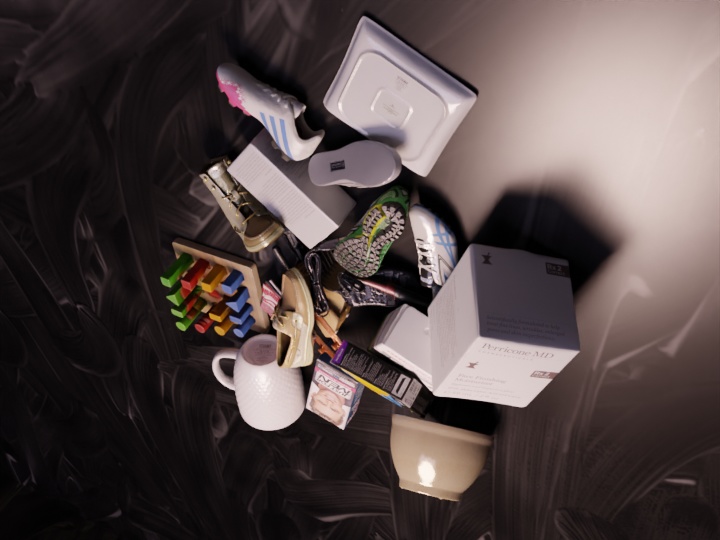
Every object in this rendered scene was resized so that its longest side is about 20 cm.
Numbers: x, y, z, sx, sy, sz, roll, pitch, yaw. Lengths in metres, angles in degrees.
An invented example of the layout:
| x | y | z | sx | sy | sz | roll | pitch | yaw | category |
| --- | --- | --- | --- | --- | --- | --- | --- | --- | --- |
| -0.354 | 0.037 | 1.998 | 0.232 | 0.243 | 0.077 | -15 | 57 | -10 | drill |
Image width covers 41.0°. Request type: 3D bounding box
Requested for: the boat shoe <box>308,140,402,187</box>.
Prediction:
| x | y | z | sx | sy | sz | roll | pitch | yaw | category |
| --- | --- | --- | --- | --- | --- | --- | --- | --- | --- |
| 0.003 | -0.161 | 1.507 | 0.199 | 0.065 | 0.073 | -6 | 90 | 49 | boat shoe |

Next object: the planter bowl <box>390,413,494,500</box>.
| x | y | z | sx | sy | sz | roll | pitch | yaw | category |
| --- | --- | --- | --- | --- | --- | --- | --- | --- | --- |
| 0.144 | 0.361 | 1.837 | 0.199 | 0.136 | 0.200 | 13 | 171 | 2 | planter bowl |

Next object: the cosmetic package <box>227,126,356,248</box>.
| x | y | z | sx | sy | sz | roll | pitch | yaw | category |
| --- | --- | --- | --- | --- | --- | --- | --- | --- | --- |
| -0.116 | -0.143 | 1.628 | 0.200 | 0.071 | 0.101 | 44 | 142 | -10 | cosmetic package |

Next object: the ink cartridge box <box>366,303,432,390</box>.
| x | y | z | sx | sy | sz | roll | pitch | yaw | category |
| --- | --- | --- | --- | --- | --- | --- | --- | --- | --- |
| 0.101 | 0.137 | 1.674 | 0.145 | 0.084 | 0.200 | 32 | 170 | -1 | ink cartridge box |

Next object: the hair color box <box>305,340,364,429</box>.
| x | y | z | sx | sy | sz | roll | pitch | yaw | category |
| --- | --- | --- | --- | --- | --- | --- | --- | --- | --- |
| -0.048 | 0.241 | 2.002 | 0.100 | 0.061 | 0.201 | 29 | 144 | 11 | hair color box |

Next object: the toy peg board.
| x | y | z | sx | sy | sz | roll | pitch | yaw | category |
| --- | --- | --- | --- | --- | --- | --- | --- | --- | --- |
| -0.306 | 0.059 | 1.983 | 0.198 | 0.098 | 0.201 | 18 | 140 | 24 | toy peg board |

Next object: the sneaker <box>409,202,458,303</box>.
| x | y | z | sx | sy | sz | roll | pitch | yaw | category |
| --- | --- | --- | --- | --- | --- | --- | --- | --- | --- |
| 0.120 | -0.020 | 1.563 | 0.072 | 0.072 | 0.201 | 19 | 143 | 46 | sneaker |

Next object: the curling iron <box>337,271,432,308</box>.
| x | y | z | sx | sy | sz | roll | pitch | yaw | category |
| --- | --- | --- | --- | --- | --- | --- | --- | --- | --- |
| 0.054 | 0.043 | 1.653 | 0.199 | 0.050 | 0.026 | 16 | 150 | -7 | curling iron |

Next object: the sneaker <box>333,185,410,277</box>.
| x | y | z | sx | sy | sz | roll | pitch | yaw | category |
| --- | --- | --- | --- | --- | --- | --- | --- | --- | --- |
| 0.026 | -0.061 | 1.584 | 0.078 | 0.085 | 0.200 | 38 | 135 | -7 | sneaker |

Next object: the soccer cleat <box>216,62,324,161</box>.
| x | y | z | sx | sy | sz | roll | pitch | yaw | category |
| --- | --- | --- | --- | --- | --- | --- | --- | --- | --- |
| -0.138 | -0.265 | 1.528 | 0.086 | 0.070 | 0.200 | -32 | 110 | 35 | soccer cleat |

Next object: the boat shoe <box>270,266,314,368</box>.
| x | y | z | sx | sy | sz | roll | pitch | yaw | category |
| --- | --- | --- | --- | --- | --- | --- | --- | --- | --- |
| -0.124 | 0.091 | 1.717 | 0.074 | 0.066 | 0.201 | 38 | 138 | 52 | boat shoe |

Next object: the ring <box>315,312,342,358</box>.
| x | y | z | sx | sy | sz | roll | pitch | yaw | category |
| --- | --- | --- | --- | --- | --- | --- | --- | --- | --- |
| -0.085 | 0.112 | 1.818 | 0.200 | 0.019 | 0.201 | 46 | 166 | 15 | ring |

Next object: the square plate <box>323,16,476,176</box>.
| x | y | z | sx | sy | sz | roll | pitch | yaw | category |
| --- | --- | --- | --- | --- | --- | --- | --- | --- | --- |
| 0.048 | -0.246 | 1.418 | 0.199 | 0.028 | 0.198 | 35 | 144 | 1 | square plate |

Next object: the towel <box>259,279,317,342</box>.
| x | y | z | sx | sy | sz | roll | pitch | yaw | category |
| --- | --- | --- | --- | --- | --- | --- | --- | --- | --- |
| -0.141 | 0.095 | 1.868 | 0.144 | 0.023 | 0.200 | 49 | 165 | 6 | towel |

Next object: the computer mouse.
| x | y | z | sx | sy | sz | roll | pitch | yaw | category |
| --- | --- | --- | --- | --- | --- | --- | --- | --- | --- |
| 0.000 | 0.000 | 1.687 | 0.198 | 0.046 | 0.141 | -9 | 111 | 11 | computer mouse |

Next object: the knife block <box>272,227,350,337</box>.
| x | y | z | sx | sy | sz | roll | pitch | yaw | category |
| --- | --- | --- | --- | --- | --- | --- | --- | --- | --- |
| -0.093 | 0.014 | 1.787 | 0.175 | 0.064 | 0.200 | 31 | 144 | 9 | knife block |

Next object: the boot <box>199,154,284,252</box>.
| x | y | z | sx | sy | sz | roll | pitch | yaw | category |
| --- | --- | --- | --- | --- | --- | --- | --- | --- | --- |
| -0.212 | -0.121 | 1.684 | 0.155 | 0.072 | 0.200 | 59 | 171 | -23 | boot |

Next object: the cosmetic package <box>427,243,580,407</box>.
| x | y | z | sx | sy | sz | roll | pitch | yaw | category |
| --- | --- | --- | --- | --- | --- | --- | --- | --- | --- |
| 0.214 | 0.088 | 1.488 | 0.164 | 0.166 | 0.200 | 8 | 146 | -13 | cosmetic package |

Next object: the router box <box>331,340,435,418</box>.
| x | y | z | sx | sy | sz | roll | pitch | yaw | category |
| --- | --- | --- | --- | --- | --- | --- | --- | --- | --- |
| 0.045 | 0.199 | 1.741 | 0.149 | 0.051 | 0.200 | 27 | 172 | 22 | router box |

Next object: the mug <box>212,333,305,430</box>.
| x | y | z | sx | sy | sz | roll | pitch | yaw | category |
| --- | --- | --- | --- | --- | --- | --- | --- | --- | --- |
| -0.220 | 0.221 | 2.039 | 0.199 | 0.148 | 0.176 | 10 | 136 | 15 | mug |
